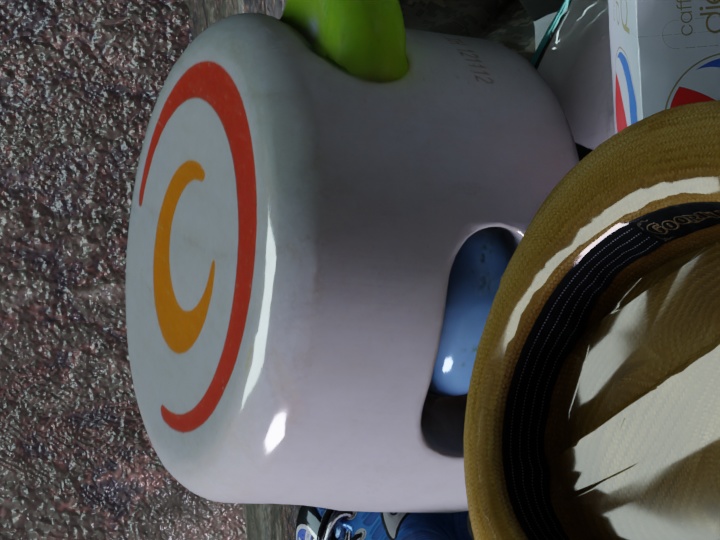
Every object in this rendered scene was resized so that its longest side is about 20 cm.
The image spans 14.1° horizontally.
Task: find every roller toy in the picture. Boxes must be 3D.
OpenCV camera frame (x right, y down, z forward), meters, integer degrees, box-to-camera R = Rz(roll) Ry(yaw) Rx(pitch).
[{"bbox_3d":[0.000,0.000,1.095,0.200,0.139,0.183,131,138,-55],"label":"roller toy"}]

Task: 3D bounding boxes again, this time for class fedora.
[{"bbox_3d":[0.118,0.045,0.930,0.200,0.082,0.201,-20,63,47],"label":"fedora"}]

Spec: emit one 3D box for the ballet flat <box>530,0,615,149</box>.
[{"bbox_3d":[0.121,-0.124,1.063,0.070,0.069,0.200,-108,32,-51],"label":"ballet flat"}]

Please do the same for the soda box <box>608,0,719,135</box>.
[{"bbox_3d":[0.119,-0.087,0.996,0.068,0.063,0.201,-107,11,-77],"label":"soda box"}]

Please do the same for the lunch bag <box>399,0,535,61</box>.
[{"bbox_3d":[0.056,-0.052,1.317,0.164,0.117,0.200,79,-150,-46],"label":"lunch bag"}]

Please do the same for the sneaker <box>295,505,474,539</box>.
[{"bbox_3d":[0.014,0.128,1.163,0.200,0.089,0.079,-73,-6,-74],"label":"sneaker"}]

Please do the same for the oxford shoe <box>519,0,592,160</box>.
[{"bbox_3d":[0.110,-0.075,1.205,0.071,0.071,0.201,-3,90,42],"label":"oxford shoe"}]
